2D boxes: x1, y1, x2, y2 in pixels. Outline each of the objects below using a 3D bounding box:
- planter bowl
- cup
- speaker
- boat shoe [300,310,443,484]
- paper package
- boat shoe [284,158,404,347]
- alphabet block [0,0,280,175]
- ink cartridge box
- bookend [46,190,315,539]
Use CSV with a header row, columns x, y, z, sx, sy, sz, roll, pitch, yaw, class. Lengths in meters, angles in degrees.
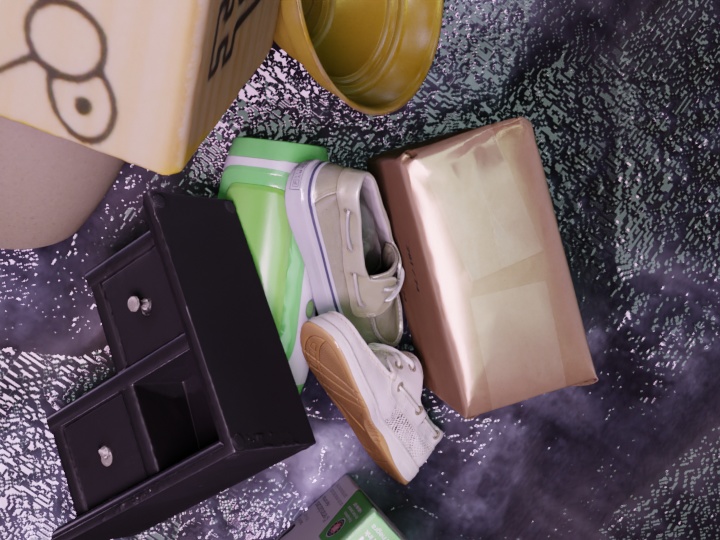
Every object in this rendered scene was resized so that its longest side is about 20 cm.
x,y,z,sx,sy,sz,roll,pitch,yaw,class
-0.021,-0.218,1.071,0.083,0.200,0.201,4,96,34,planter bowl
-0.249,-0.101,1.020,0.200,0.200,0.143,3,120,-10,cup
-0.074,0.000,1.098,0.088,0.088,0.200,6,93,-11,speaker
0.014,0.086,1.096,0.069,0.071,0.200,-42,140,-14,boat shoe
0.086,-0.006,1.071,0.103,0.191,0.200,-16,96,-6,paper package
0.000,0.000,1.075,0.072,0.062,0.200,-61,144,-32,boat shoe
-0.155,-0.213,0.890,0.195,0.196,0.200,22,129,6,alphabet block
-0.048,0.265,1.090,0.200,0.147,0.083,-43,98,-6,ink cartridge box
-0.161,0.076,1.049,0.199,0.092,0.200,-30,71,32,bookend
